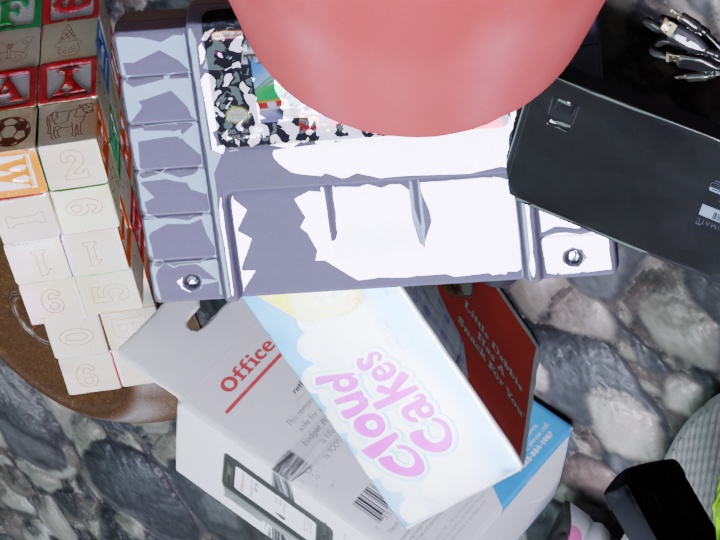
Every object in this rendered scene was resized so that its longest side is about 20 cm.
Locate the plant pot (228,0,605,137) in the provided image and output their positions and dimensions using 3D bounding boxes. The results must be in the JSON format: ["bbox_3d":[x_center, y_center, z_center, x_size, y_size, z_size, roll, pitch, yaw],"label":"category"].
[{"bbox_3d":[0.022,-0.151,1.036,0.200,0.201,0.178,34,157,16],"label":"plant pot"}]

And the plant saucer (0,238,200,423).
[{"bbox_3d":[-0.172,0.018,1.614,0.200,0.037,0.201,30,146,22],"label":"plant saucer"}]

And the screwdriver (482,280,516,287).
[{"bbox_3d":[0.063,-0.063,1.244,0.201,0.028,0.029,89,156,-47],"label":"screwdriver"}]

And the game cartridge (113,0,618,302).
[{"bbox_3d":[0.003,-0.053,1.186,0.198,0.038,0.130,-4,119,8],"label":"game cartridge"}]

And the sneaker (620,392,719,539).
[{"bbox_3d":[0.177,0.118,1.309,0.081,0.074,0.200,8,143,-17],"label":"sneaker"}]

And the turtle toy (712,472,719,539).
[{"bbox_3d":[0.213,0.106,1.159,0.101,0.147,0.200,0,160,40],"label":"turtle toy"}]

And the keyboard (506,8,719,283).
[{"bbox_3d":[0.157,-0.039,1.117,0.199,0.021,0.127,22,139,6],"label":"keyboard"}]

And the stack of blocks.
[{"bbox_3d":[-0.139,-0.028,1.427,0.058,0.116,0.201,-8,136,3],"label":"stack of blocks"}]

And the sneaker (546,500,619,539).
[{"bbox_3d":[0.118,0.201,1.458,0.086,0.081,0.200,25,152,10],"label":"sneaker"}]

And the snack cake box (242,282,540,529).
[{"bbox_3d":[0.000,0.000,1.293,0.067,0.115,0.201,-29,109,18],"label":"snack cake box"}]

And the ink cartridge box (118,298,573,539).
[{"bbox_3d":[-0.011,0.076,1.413,0.199,0.116,0.068,34,149,18],"label":"ink cartridge box"}]

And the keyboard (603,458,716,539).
[{"bbox_3d":[0.149,0.174,1.192,0.040,0.104,0.201,-35,74,22],"label":"keyboard"}]
